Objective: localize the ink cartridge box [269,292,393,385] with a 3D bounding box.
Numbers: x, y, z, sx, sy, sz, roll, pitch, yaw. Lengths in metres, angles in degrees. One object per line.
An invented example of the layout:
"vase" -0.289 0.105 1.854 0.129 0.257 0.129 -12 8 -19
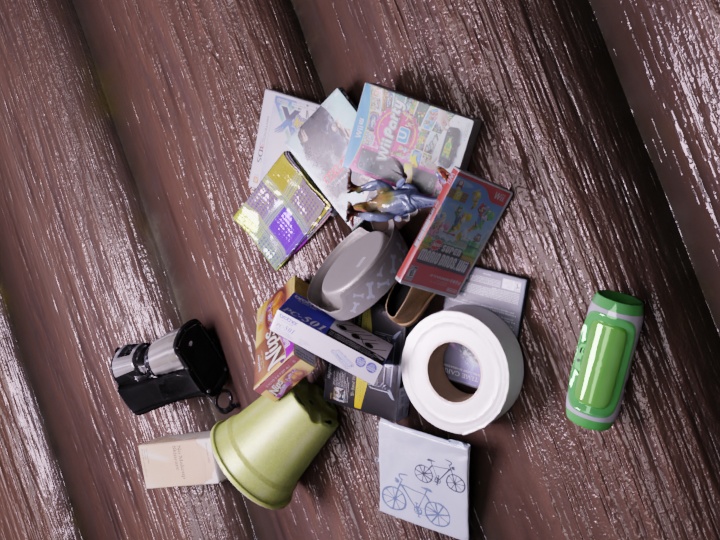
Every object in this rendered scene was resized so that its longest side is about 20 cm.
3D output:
"ink cartridge box" -0.047 0.113 1.650 0.197 0.094 0.045 27 111 4

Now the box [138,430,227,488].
"box" -0.344 0.379 1.968 0.197 0.077 0.097 -13 89 32

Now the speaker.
"speaker" 0.374 0.138 1.503 0.087 0.088 0.204 18 106 27

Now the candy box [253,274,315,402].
"candy box" -0.135 0.120 1.753 0.056 0.202 0.116 33 123 -27

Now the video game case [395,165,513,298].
"video game case" 0.151 -0.057 1.566 0.017 0.141 0.203 41 109 44

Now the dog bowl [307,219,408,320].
"dog bowl" 0.000 0.000 1.654 0.199 0.202 0.059 -34 114 30

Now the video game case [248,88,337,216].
"video game case" -0.108 -0.216 1.779 0.197 0.022 0.186 20 107 27

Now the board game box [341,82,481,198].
"board game box" 0.084 -0.209 1.623 0.197 0.064 0.150 22 106 17

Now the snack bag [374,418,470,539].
"snack bag" 0.109 0.361 1.705 0.185 0.021 0.204 12 117 31

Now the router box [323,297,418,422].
"router box" 0.019 0.149 1.735 0.155 0.052 0.205 13 103 29

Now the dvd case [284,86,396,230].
"dvd case" -0.024 -0.195 1.710 0.146 0.022 0.201 -40 85 22

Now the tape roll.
"tape roll" 0.168 0.163 1.618 0.199 0.070 0.207 4 99 30

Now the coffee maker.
"coffee maker" -0.375 0.216 1.933 0.197 0.134 0.196 -20 87 32

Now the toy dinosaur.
"toy dinosaur" 0.065 -0.126 1.591 0.177 0.200 0.108 3 88 2

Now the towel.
"towel" -0.145 -0.108 1.796 0.144 0.023 0.200 52 126 8

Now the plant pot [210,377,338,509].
"plant pot" -0.142 0.296 1.788 0.184 0.200 0.201 -45 74 15

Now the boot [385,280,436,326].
"boot" 0.108 0.000 1.619 0.073 0.075 0.202 32 91 24

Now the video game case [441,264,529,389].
"video game case" 0.201 0.097 1.640 0.140 0.019 0.205 15 105 29
